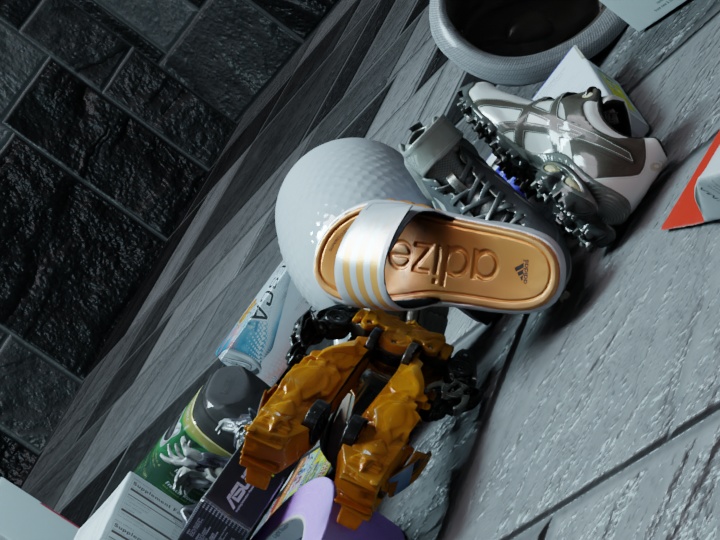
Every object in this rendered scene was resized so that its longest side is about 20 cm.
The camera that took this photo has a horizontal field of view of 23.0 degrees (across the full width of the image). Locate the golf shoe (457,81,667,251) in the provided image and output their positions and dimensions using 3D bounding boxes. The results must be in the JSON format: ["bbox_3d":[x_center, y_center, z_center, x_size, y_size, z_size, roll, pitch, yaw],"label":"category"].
[{"bbox_3d":[0.146,-0.094,1.270,0.094,0.078,0.200,-42,44,0],"label":"golf shoe"}]

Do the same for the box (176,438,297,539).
[{"bbox_3d":[-0.104,0.195,1.361,0.200,0.044,0.160,-59,-4,40],"label":"box"}]

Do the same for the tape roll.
[{"bbox_3d":[-0.053,0.244,1.220,0.200,0.065,0.200,-52,10,13],"label":"tape roll"}]

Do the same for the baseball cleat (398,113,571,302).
[{"bbox_3d":[0.079,-0.047,1.272,0.070,0.106,0.200,-43,34,2],"label":"baseball cleat"}]

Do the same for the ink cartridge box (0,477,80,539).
[{"bbox_3d":[-0.491,0.393,2.433,0.200,0.145,0.084,-45,17,41],"label":"ink cartridge box"}]

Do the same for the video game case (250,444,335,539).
[{"bbox_3d":[-0.073,0.231,1.449,0.181,0.025,0.201,-39,18,55],"label":"video game case"}]

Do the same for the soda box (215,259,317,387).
[{"bbox_3d":[-0.072,0.033,1.919,0.201,0.068,0.064,-54,11,-4],"label":"soda box"}]

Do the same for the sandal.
[{"bbox_3d":[0.042,-0.010,1.223,0.206,0.059,0.080,3,89,35],"label":"sandal"}]

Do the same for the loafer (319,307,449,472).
[{"bbox_3d":[0.026,0.076,1.346,0.063,0.071,0.201,-118,44,-60],"label":"loafer"}]

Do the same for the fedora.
[{"bbox_3d":[0.162,-0.239,1.612,0.199,0.177,0.090,-36,-25,-4],"label":"fedora"}]

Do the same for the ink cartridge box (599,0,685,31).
[{"bbox_3d":[0.214,-0.326,1.435,0.146,0.199,0.145,-58,12,-21],"label":"ink cartridge box"}]

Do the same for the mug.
[{"bbox_3d":[0.000,0.000,1.584,0.175,0.146,0.201,-112,27,-69],"label":"mug"}]

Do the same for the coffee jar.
[{"bbox_3d":[-0.166,0.192,1.802,0.200,0.085,0.104,-50,9,26],"label":"coffee jar"}]

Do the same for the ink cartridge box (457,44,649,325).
[{"bbox_3d":[0.139,-0.071,1.408,0.198,0.047,0.200,-53,10,15],"label":"ink cartridge box"}]

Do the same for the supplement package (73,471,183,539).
[{"bbox_3d":[-0.224,0.307,1.639,0.114,0.109,0.200,-47,14,35],"label":"supplement package"}]

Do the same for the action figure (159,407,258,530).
[{"bbox_3d":[-0.129,0.190,1.593,0.119,0.101,0.201,81,-150,-59],"label":"action figure"}]

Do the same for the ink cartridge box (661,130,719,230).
[{"bbox_3d":[0.244,-0.106,1.051,0.163,0.057,0.200,-57,16,-11],"label":"ink cartridge box"}]

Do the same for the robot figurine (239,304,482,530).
[{"bbox_3d":[0.000,0.092,1.230,0.200,0.144,0.059,-48,-23,-56],"label":"robot figurine"}]
